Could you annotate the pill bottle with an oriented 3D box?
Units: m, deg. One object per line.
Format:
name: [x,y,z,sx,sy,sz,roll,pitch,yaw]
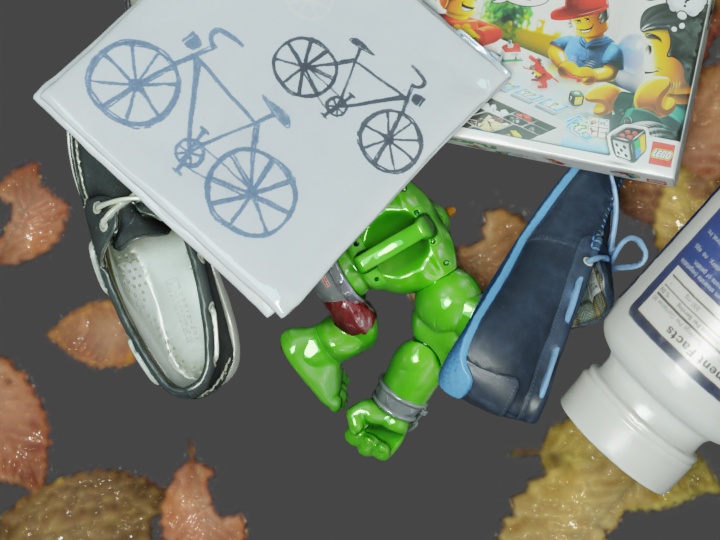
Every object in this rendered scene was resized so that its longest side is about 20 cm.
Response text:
pill bottle: [0.210,0.028,1.560,0.111,0.111,0.200,42,100,4]

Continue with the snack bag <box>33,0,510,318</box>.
snack bag: [-0.047,-0.103,1.518,0.189,0.021,0.200,41,76,7]

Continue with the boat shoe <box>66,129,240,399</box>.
boat shoe: [-0.125,-0.020,1.637,0.075,0.060,0.200,-26,90,11]

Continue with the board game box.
board game box: [0.093,-0.129,1.552,0.199,0.035,0.127,11,85,8]

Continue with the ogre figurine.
ogre figurine: [0.000,0.000,1.599,0.120,0.098,0.200,-30,72,19]

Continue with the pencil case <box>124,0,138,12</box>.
pencil case: [-0.102,-0.138,1.582,0.078,0.089,0.201,-4,72,-9]

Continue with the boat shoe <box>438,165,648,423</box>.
boat shoe: [0.111,0.011,1.559,0.069,0.084,0.200,32,60,1]
